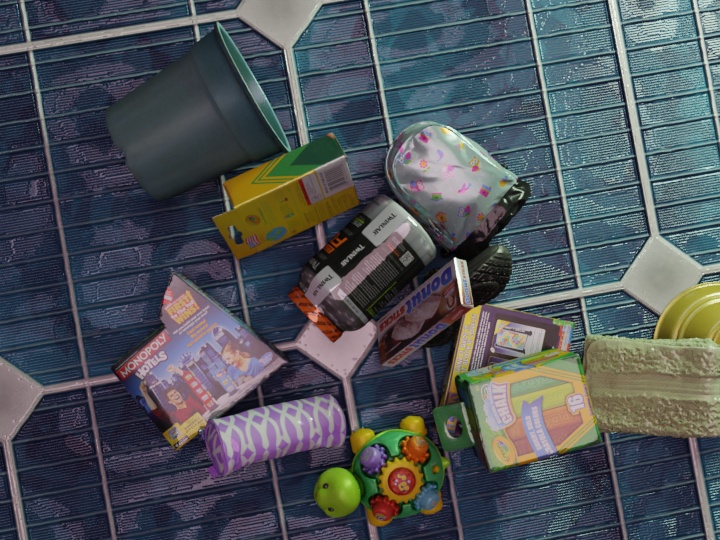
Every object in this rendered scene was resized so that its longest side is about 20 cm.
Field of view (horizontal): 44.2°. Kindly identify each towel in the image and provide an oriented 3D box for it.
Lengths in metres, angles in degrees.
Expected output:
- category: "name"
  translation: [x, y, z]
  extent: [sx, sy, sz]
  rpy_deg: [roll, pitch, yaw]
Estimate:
- category: "towel"
  translation: [0.419, 0.169, 1.282]
  extent: [0.200, 0.036, 0.148]
  rpy_deg: [1, 91, 26]

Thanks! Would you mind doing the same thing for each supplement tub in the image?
- category: "supplement tub"
  translation: [0.000, 0.000, 1.257]
  extent: [0.200, 0.123, 0.123]
  rpy_deg: [-44, 91, -4]

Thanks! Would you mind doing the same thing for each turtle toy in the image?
- category: "turtle toy"
  translation: [0.032, 0.297, 1.261]
  extent: [0.200, 0.101, 0.146]
  rpy_deg: [-14, 89, -4]

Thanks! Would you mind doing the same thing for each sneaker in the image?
- category: "sneaker"
  translation: [0.130, 0.022, 1.247]
  extent: [0.076, 0.091, 0.200]
  rpy_deg: [16, 131, -38]

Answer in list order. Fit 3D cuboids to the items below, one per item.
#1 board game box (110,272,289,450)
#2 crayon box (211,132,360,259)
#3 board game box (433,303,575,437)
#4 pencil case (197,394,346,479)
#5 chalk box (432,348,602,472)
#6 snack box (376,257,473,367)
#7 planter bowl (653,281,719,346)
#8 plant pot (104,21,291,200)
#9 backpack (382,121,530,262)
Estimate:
- category: "board game box"
  translation: [-0.241, 0.113, 1.264]
  extent: [0.200, 0.062, 0.200]
  rpy_deg: [-38, 90, -3]
- category: "crayon box"
  translation: [-0.108, -0.101, 1.249]
  extent: [0.200, 0.127, 0.051]
  rpy_deg: [-25, 61, -4]
- category: "board game box"
  translation: [0.209, 0.155, 1.299]
  extent: [0.165, 0.057, 0.200]
  rpy_deg: [13, 88, -1]
- category: "pencil case"
  translation: [-0.118, 0.232, 1.236]
  extent: [0.200, 0.084, 0.086]
  rpy_deg: [-9, 114, -24]
- category: "chalk box"
  translation: [0.203, 0.193, 1.208]
  extent: [0.200, 0.124, 0.125]
  rpy_deg: [-16, 89, -3]
- category: "snack box"
  translation: [0.085, 0.062, 1.225]
  extent: [0.024, 0.200, 0.072]
  rpy_deg: [13, 55, -28]
- category: "planter bowl"
  translation: [0.543, 0.116, 1.305]
  extent: [0.200, 0.083, 0.201]
  rpy_deg: [0, 89, -3]
- category: "plant pot"
  translation: [-0.229, -0.205, 1.226]
  extent: [0.196, 0.200, 0.200]
  rpy_deg: [-28, 90, 5]
- category: "backpack"
  translation: [0.128, -0.127, 1.264]
  extent: [0.200, 0.127, 0.167]
  rpy_deg: [41, 87, -3]
